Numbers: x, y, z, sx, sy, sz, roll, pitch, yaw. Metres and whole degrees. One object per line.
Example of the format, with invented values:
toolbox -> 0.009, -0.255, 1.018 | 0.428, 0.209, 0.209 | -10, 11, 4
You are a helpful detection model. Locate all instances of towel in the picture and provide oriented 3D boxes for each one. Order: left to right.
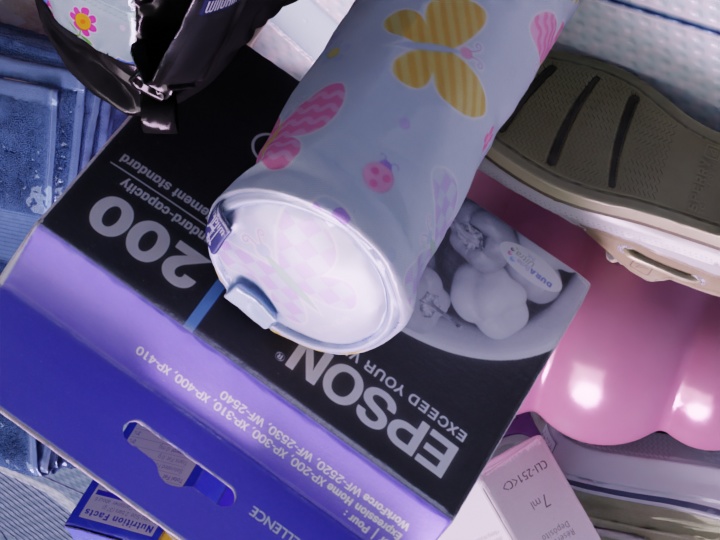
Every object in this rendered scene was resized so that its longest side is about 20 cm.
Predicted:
towel -> -0.166, -0.011, 1.031 | 0.111, 0.048, 0.202 | 16, 108, 26

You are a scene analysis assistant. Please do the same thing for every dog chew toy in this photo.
dog chew toy -> 0.104, 0.021, 1.024 | 0.199, 0.125, 0.125 | 19, 153, 7

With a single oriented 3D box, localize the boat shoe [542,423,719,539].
boat shoe -> 0.182, 0.110, 1.084 | 0.198, 0.072, 0.062 | 12, 123, 5

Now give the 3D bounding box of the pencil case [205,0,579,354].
pencil case -> 0.016, -0.062, 0.872 | 0.083, 0.201, 0.091 | 32, 146, -3

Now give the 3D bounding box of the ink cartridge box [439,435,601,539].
ink cartridge box -> 0.078, 0.185, 1.102 | 0.177, 0.045, 0.200 | 62, 157, 5

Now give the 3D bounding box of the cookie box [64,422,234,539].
cookie box -> -0.045, 0.114, 1.251 | 0.075, 0.201, 0.171 | 7, 146, 41

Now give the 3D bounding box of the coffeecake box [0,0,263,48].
coffeecake box -> -0.127, -0.160, 1.000 | 0.199, 0.073, 0.154 | 33, 154, -4

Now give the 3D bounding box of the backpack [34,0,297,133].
backpack -> -0.069, -0.175, 0.825 | 0.126, 0.167, 0.201 | 27, 149, 21

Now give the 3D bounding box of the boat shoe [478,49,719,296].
boat shoe -> 0.124, -0.029, 0.954 | 0.199, 0.075, 0.069 | 24, 148, 14

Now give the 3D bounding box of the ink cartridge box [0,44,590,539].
ink cartridge box -> -0.032, 0.020, 0.892 | 0.197, 0.200, 0.043 | 35, 140, 0

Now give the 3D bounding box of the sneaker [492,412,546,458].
sneaker -> 0.103, 0.073, 1.184 | 0.199, 0.076, 0.099 | -11, 176, 36
